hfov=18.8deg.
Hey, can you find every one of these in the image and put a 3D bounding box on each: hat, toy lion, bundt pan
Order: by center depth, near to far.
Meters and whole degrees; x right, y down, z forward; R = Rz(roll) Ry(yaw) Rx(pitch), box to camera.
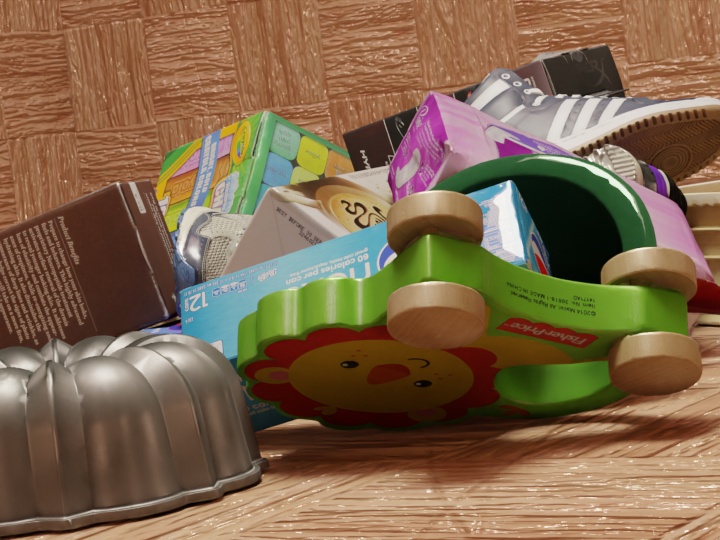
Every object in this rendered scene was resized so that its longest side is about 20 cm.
[{"bbox_3d":[-0.149,0.076,1.084,0.201,0.076,0.202,-6,3,0],"label":"bundt pan"},{"bbox_3d":[0.045,0.039,1.104,0.199,0.069,0.192,13,-30,-24],"label":"toy lion"},{"bbox_3d":[0.127,0.042,1.281,0.199,0.166,0.176,4,-25,29],"label":"hat"}]

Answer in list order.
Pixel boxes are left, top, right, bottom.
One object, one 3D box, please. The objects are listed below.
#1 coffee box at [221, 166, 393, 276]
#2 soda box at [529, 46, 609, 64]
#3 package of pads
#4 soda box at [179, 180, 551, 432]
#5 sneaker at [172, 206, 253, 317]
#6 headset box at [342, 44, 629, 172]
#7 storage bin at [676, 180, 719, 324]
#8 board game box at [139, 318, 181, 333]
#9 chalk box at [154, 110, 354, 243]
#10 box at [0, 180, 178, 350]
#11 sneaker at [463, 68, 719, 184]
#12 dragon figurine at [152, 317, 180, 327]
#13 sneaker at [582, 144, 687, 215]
[{"bbox_3d":[0.014,0.000,1.397,0.113,0.080,0.200,37,22,18],"label":"coffee box"},{"bbox_3d":[0.195,-0.091,1.907,0.068,0.201,0.063,-4,17,19],"label":"soda box"},{"bbox_3d":[0.118,-0.029,1.359,0.200,0.076,0.121,24,20,-15],"label":"package of pads"},{"bbox_3d":[0.004,0.023,1.187,0.199,0.064,0.068,-18,-43,13],"label":"soda box"},{"bbox_3d":[-0.066,-0.010,1.508,0.085,0.077,0.200,-1,6,21],"label":"sneaker"},{"bbox_3d":[0.110,-0.111,1.684,0.200,0.075,0.149,-19,1,27],"label":"headset box"},{"bbox_3d":[0.322,-0.022,1.524,0.199,0.094,0.198,-9,4,-30],"label":"storage bin"},{"bbox_3d":[-0.061,0.050,1.498,0.134,0.045,0.200,-5,5,24],"label":"board game box"},{"bbox_3d":[-0.071,-0.041,1.748,0.125,0.124,0.200,27,-26,-31],"label":"chalk box"},{"bbox_3d":[-0.227,0.017,1.516,0.199,0.100,0.075,-20,-1,16],"label":"box"},{"bbox_3d":[0.157,-0.103,1.542,0.199,0.070,0.109,-18,44,-3],"label":"sneaker"},{"bbox_3d":[-0.182,0.042,1.680,0.199,0.059,0.099,-4,1,-22],"label":"dragon figurine"},{"bbox_3d":[0.149,-0.003,1.510,0.099,0.070,0.200,14,-42,-42],"label":"sneaker"}]
